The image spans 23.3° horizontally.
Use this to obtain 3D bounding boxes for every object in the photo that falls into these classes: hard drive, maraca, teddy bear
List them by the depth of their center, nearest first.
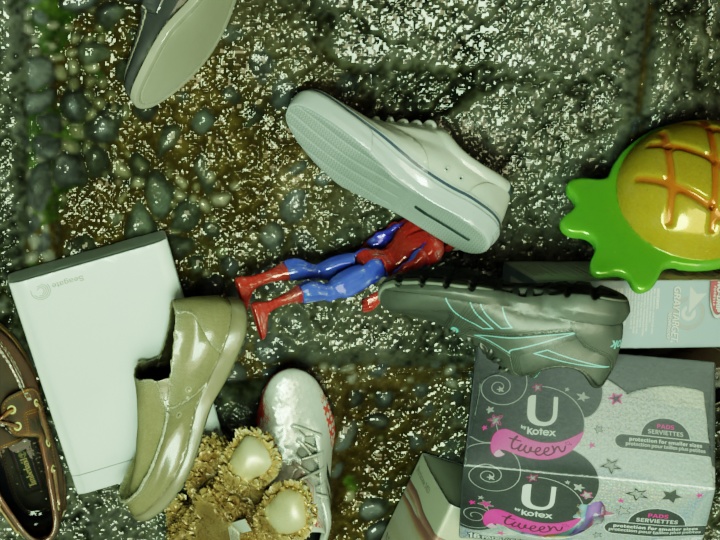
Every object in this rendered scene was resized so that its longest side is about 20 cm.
[{"bbox_3d":[0.259,-0.055,1.436,0.199,0.137,0.107,-24,153,-18],"label":"maraca"},{"bbox_3d":[-0.096,0.200,1.444,0.145,0.067,0.200,37,137,17],"label":"teddy bear"},{"bbox_3d":[-0.199,0.078,1.445,0.131,0.027,0.201,-16,113,-6],"label":"hard drive"}]

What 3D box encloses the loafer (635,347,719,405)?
[{"bbox_3d":[0.247,0.113,1.530,0.200,0.071,0.073,-29,114,3],"label":"loafer"}]

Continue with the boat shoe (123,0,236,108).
[{"bbox_3d":[-0.134,-0.219,1.337,0.063,0.073,0.200,38,110,21],"label":"boat shoe"}]

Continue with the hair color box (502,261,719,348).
[{"bbox_3d":[0.228,0.028,1.475,0.199,0.099,0.061,-1,100,-12],"label":"hair color box"}]

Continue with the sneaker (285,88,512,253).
[{"bbox_3d":[0.033,-0.092,1.412,0.200,0.073,0.071,34,59,-10],"label":"sneaker"}]

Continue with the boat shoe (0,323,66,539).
[{"bbox_3d":[-0.287,0.130,1.423,0.070,0.070,0.201,-21,113,-2],"label":"boat shoe"}]

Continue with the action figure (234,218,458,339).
[{"bbox_3d":[0.000,0.000,1.434,0.199,0.065,0.052,-21,126,-13],"label":"action figure"}]

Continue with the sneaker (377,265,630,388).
[{"bbox_3d":[0.109,0.044,1.377,0.199,0.075,0.080,8,103,10],"label":"sneaker"}]

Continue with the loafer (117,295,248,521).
[{"bbox_3d":[-0.157,0.106,1.415,0.067,0.076,0.201,21,96,-18],"label":"loafer"}]

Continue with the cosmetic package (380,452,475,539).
[{"bbox_3d":[0.062,0.277,1.540,0.087,0.103,0.201,19,105,-20],"label":"cosmetic package"}]

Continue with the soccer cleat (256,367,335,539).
[{"bbox_3d":[-0.052,0.181,1.485,0.068,0.085,0.201,-3,112,-11],"label":"soccer cleat"}]

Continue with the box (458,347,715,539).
[{"bbox_3d":[0.185,0.148,1.429,0.199,0.132,0.115,4,139,6],"label":"box"}]
